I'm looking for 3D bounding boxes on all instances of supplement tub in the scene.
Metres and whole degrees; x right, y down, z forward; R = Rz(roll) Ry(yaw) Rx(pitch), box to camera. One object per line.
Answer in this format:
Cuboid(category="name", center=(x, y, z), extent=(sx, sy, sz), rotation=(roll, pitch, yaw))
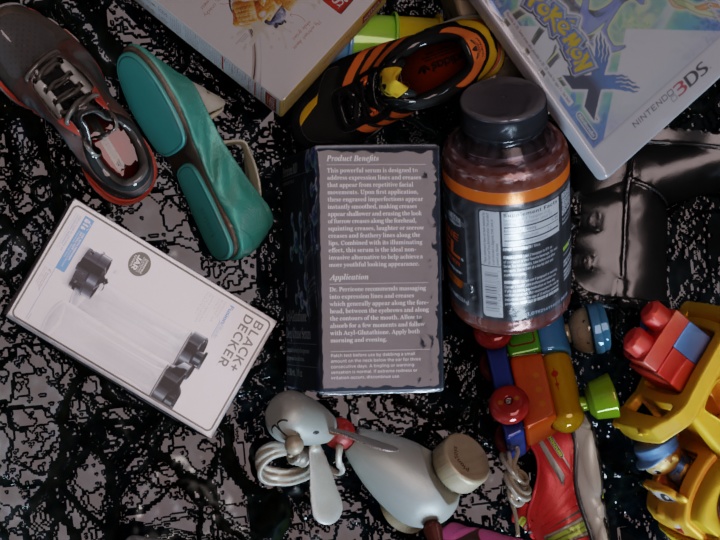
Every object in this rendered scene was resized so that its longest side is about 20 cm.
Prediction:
Cuboid(category="supplement tub", center=(0.120, -0.055, 1.674), extent=(0.106, 0.107, 0.201), rotation=(-14, 125, -13))

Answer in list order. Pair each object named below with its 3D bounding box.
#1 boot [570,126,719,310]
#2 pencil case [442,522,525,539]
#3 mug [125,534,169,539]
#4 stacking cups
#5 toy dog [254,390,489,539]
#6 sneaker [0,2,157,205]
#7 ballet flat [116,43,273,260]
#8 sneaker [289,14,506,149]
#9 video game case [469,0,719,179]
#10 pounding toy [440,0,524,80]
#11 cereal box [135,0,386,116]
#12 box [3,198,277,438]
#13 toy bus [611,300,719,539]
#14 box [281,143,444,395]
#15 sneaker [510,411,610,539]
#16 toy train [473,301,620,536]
Cuboid(category="boot", center=(0.261, -0.044, 1.794), extent=(0.196, 0.073, 0.164), rotation=(7, 85, -6))
Cuboid(category="pencil case", center=(0.152, 0.281, 1.711), extent=(0.198, 0.091, 0.094), rotation=(11, 53, 22))
Cuboid(category="mug", center=(-0.124, 0.303, 1.684), extent=(0.152, 0.187, 0.151), rotation=(3, 55, -21))
Cuboid(category="stacking cups", center=(-0.030, -0.193, 1.743), extent=(0.198, 0.060, 0.061), rotation=(1, 88, -9))
Cuboid(category="toy dog", center=(0.011, 0.176, 1.692), extent=(0.198, 0.132, 0.097), rotation=(9, 44, -12))
Cuboid(category="sneaker", center=(-0.234, -0.143, 1.680), extent=(0.077, 0.082, 0.200), rotation=(-44, 98, -10))
Cuboid(category="ballet flat", center=(-0.134, -0.106, 1.719), extent=(0.070, 0.067, 0.201), rotation=(-31, 96, -36))
Cuboid(category="sneaker", center=(0.019, -0.153, 1.670), extent=(0.199, 0.090, 0.070), rotation=(-23, 92, 20))
Cuboid(category="video game case", center=(0.203, -0.208, 1.669), extent=(0.182, 0.022, 0.201), rotation=(-40, 101, -17))
Cuboid(category="pounding toy", center=(0.163, -0.243, 1.760), extent=(0.183, 0.142, 0.202), rotation=(-18, 94, -2))
Cuboid(category="cereal box", center=(-0.095, -0.242, 1.699), extent=(0.199, 0.040, 0.144), rotation=(38, 72, 9))
Cuboid(category="box", center=(-0.182, 0.040, 1.698), extent=(0.199, 0.060, 0.117), rotation=(33, 82, -10))
Cuboid(category="toy bus", center=(0.286, 0.121, 1.749), extent=(0.191, 0.136, 0.201), rotation=(34, 83, -20))
Cuboid(category="box", center=(0.000, 0.000, 1.695), extent=(0.106, 0.148, 0.202), rotation=(-1, 88, -13))
Cuboid(category="sneaker", center=(0.174, 0.222, 1.779), extent=(0.084, 0.077, 0.202), rotation=(-7, 89, 8))
Cuboid(category="toy train", center=(0.167, 0.121, 1.716), extent=(0.115, 0.085, 0.202), rotation=(-12, 61, 2))
